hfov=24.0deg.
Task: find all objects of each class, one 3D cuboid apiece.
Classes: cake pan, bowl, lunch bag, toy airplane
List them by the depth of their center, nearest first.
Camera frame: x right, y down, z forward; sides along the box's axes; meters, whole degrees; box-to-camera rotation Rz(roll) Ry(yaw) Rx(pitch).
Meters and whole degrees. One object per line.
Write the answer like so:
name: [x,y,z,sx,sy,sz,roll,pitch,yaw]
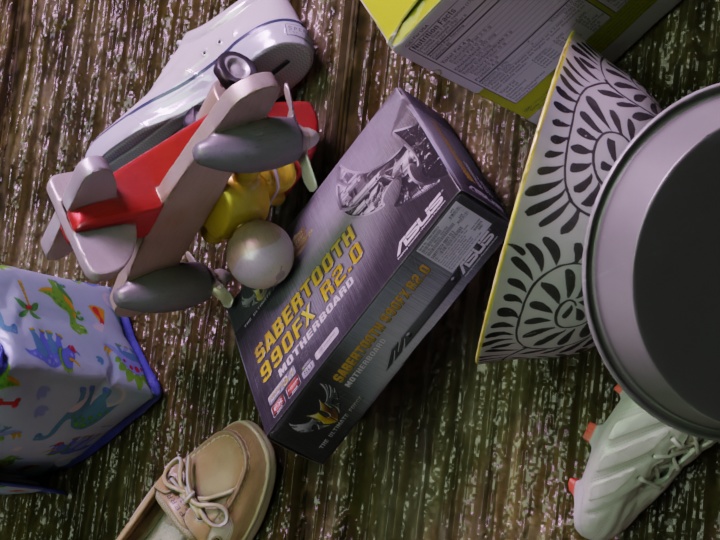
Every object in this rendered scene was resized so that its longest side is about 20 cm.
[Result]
cake pan: [0.218,-0.002,0.907,0.037,0.199,0.201,-147,77,-74]
bowl: [0.139,-0.029,0.981,0.094,0.201,0.202,16,91,6]
toy airplane: [-0.105,-0.040,1.095,0.199,0.200,0.141,-44,83,2]
lunch bag: [-0.275,0.098,1.219,0.200,0.170,0.128,-38,60,22]

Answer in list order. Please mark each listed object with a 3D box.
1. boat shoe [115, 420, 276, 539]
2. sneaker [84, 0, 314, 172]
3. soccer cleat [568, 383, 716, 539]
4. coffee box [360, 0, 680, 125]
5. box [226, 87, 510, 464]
boat shoe: [-0.134,0.186,1.174,0.201,0.063,0.073,-49,60,17]
sneaker: [-0.118,-0.129,1.223,0.199,0.073,0.071,-31,52,18]
soccer cleat: [0.191,0.078,0.978,0.077,0.069,0.201,34,98,30]
coffee box: [0.089,-0.243,1.018,0.200,0.197,0.200,-42,62,20]
box: [0.000,0.000,1.083,0.200,0.048,0.159,-51,29,16]
